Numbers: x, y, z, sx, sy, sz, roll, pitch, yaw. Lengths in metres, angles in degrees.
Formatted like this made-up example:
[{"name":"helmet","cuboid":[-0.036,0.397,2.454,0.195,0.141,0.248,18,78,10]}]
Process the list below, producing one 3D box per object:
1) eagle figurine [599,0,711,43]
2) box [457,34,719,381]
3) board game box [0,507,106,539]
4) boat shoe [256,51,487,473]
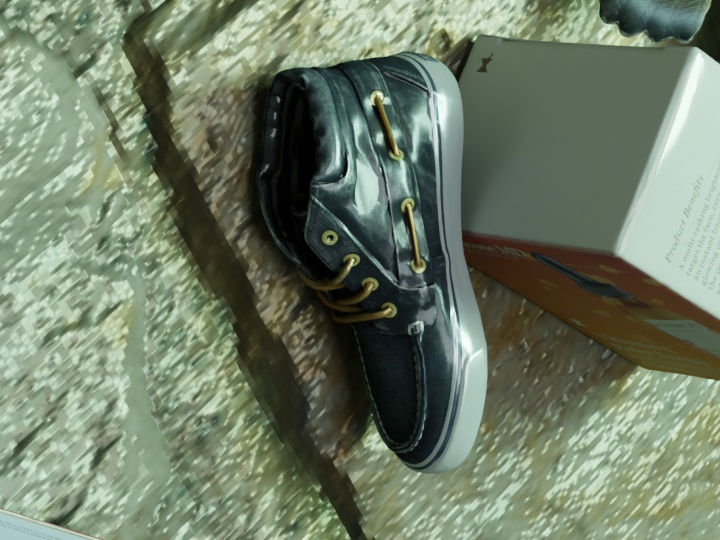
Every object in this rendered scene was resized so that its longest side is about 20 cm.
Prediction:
[{"name":"eagle figurine","cuboid":[0.213,-0.176,1.314,0.200,0.151,0.152,-45,82,8]},{"name":"box","cuboid":[0.151,-0.024,1.243,0.200,0.152,0.106,29,78,-38]},{"name":"board game box","cuboid":[-0.194,0.140,1.060,0.200,0.019,0.103,24,79,-40]},{"name":"boat shoe","cuboid":[0.000,0.000,1.178,0.091,0.071,0.200,-7,94,-38]}]
